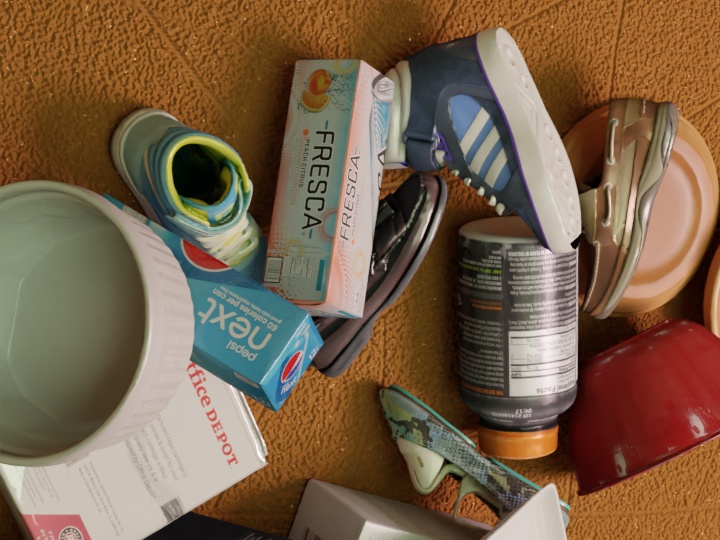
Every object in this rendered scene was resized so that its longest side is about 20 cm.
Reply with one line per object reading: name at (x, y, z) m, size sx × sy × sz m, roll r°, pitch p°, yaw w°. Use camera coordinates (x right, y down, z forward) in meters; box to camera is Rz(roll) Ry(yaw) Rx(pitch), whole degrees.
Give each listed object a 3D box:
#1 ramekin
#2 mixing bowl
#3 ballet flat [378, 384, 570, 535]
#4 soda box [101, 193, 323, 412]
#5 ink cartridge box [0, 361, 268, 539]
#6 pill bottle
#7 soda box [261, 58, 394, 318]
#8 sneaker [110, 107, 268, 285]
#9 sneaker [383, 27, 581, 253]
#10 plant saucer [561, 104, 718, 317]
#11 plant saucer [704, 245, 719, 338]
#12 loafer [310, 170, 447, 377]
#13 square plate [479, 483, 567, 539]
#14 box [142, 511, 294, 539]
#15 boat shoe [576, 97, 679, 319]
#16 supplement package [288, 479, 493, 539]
ramekin at (-0.215, 0.040, 1.345) m, size 0.105 × 0.199 × 0.202 m, roll 14°, pitch 96°, yaw -68°
mixing bowl at (0.261, 0.111, 1.667) m, size 0.199 × 0.200 × 0.109 m, roll -25°, pitch 86°, yaw -20°
ballet flat at (0.086, 0.178, 1.601) m, size 0.199 × 0.074 × 0.075 m, roll 34°, pitch 84°, yaw 7°
soda box at (-0.130, 0.023, 1.414) m, size 0.068 × 0.199 × 0.064 m, roll -55°, pitch 159°, yaw -15°
ink cartridge box at (-0.193, 0.132, 1.481) m, size 0.199 × 0.085 × 0.147 m, roll -29°, pitch 112°, yaw -17°
pill bottle at (0.137, 0.060, 1.623) m, size 0.105 × 0.106 × 0.202 m, roll -7°, pitch 104°, yaw -26°
soda box at (-0.025, -0.065, 1.496) m, size 0.068 × 0.063 × 0.202 m, roll 25°, pitch 71°, yaw -61°
sneaker at (-0.111, -0.033, 1.461) m, size 0.080 × 0.130 × 0.200 m, roll -44°, pitch 117°, yaw -13°
sneaker at (0.088, -0.091, 1.557) m, size 0.201 × 0.146 × 0.081 m, roll 68°, pitch 24°, yaw -5°
plant saucer at (0.250, -0.053, 1.696) m, size 0.199 × 0.037 × 0.202 m, roll -6°, pitch 104°, yaw -25°
plant saucer at (0.396, 0.017, 1.767) m, size 0.199 × 0.037 × 0.202 m, roll -9°, pitch 107°, yaw -31°
loafer at (0.000, 0.000, 1.535) m, size 0.063 × 0.072 × 0.201 m, roll 22°, pitch 113°, yaw -22°
square plate at (0.103, 0.301, 1.547) m, size 0.198 × 0.028 × 0.201 m, roll -34°, pitch 127°, yaw -28°
box at (-0.089, 0.323, 1.485) m, size 0.124 × 0.195 × 0.202 m, roll -30°, pitch 126°, yaw -57°
boat shoe at (0.220, -0.058, 1.627) m, size 0.071 × 0.076 × 0.202 m, roll 16°, pitch 104°, yaw 4°
supplement package at (0.043, 0.271, 1.613) m, size 0.199 × 0.117 × 0.118 m, roll 18°, pitch 93°, yaw -28°
